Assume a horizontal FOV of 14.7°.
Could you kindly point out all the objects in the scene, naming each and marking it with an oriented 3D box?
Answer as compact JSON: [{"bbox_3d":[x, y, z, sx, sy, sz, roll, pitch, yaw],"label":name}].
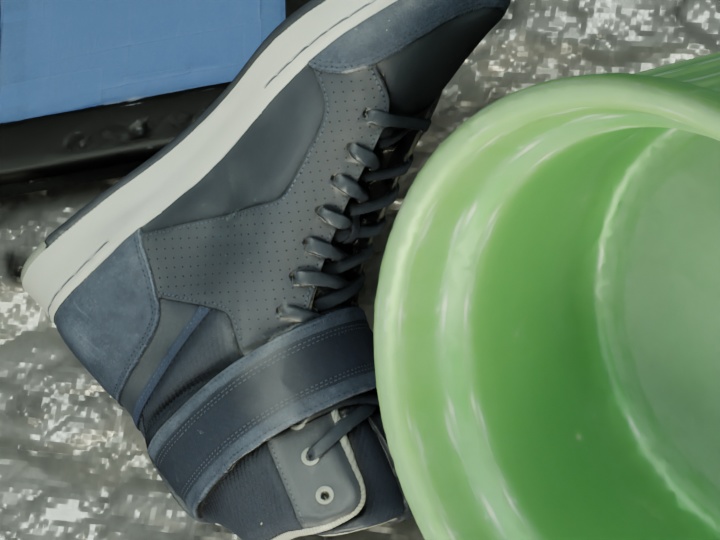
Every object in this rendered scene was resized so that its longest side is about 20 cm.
[{"bbox_3d":[-0.076,-0.084,0.995,0.199,0.042,0.105,-9,70,14],"label":"game controller"},{"bbox_3d":[0.109,0.031,0.821,0.199,0.097,0.201,17,117,37],"label":"ramekin"},{"bbox_3d":[0.000,0.000,0.901,0.202,0.077,0.147,-41,72,22],"label":"sneaker"}]
